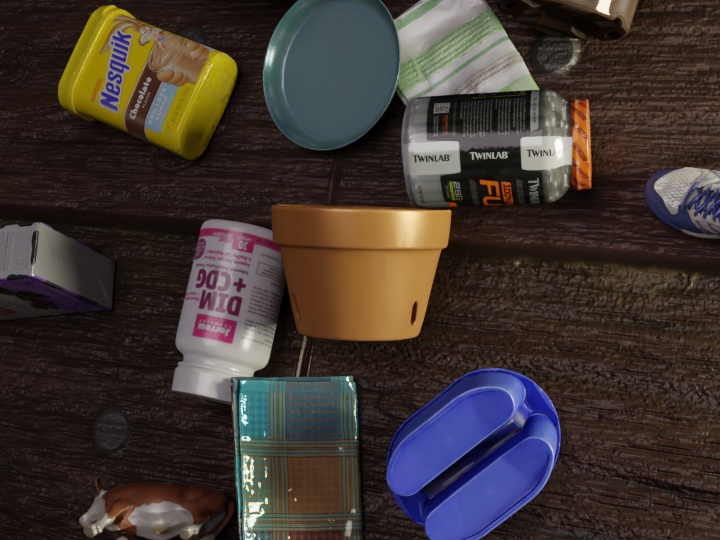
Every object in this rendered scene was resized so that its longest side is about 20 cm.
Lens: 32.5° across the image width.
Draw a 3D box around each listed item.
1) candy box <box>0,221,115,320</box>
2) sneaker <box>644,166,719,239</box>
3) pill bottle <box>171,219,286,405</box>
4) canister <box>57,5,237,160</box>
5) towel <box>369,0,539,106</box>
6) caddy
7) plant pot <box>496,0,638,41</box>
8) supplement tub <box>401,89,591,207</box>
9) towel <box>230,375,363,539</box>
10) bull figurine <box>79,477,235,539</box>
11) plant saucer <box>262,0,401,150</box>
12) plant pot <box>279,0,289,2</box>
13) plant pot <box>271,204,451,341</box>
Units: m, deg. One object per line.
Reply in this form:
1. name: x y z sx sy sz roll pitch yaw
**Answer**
1. candy box: -0.435 0.005 1.537 0.198 0.168 0.072 -5 72 22
2. sneaker: 0.381 -0.065 1.256 0.199 0.088 0.076 23 88 27
3. pill bottle: -0.152 0.051 1.436 0.112 0.113 0.202 7 80 24
4. canister: -0.270 -0.240 1.578 0.198 0.086 0.150 23 87 25
5. towel: 0.109 -0.237 1.448 0.148 0.031 0.201 -34 66 13
6. caddy: 0.117 0.195 1.294 0.199 0.105 0.142 -39 89 9
7. plant pot: 0.241 -0.368 1.346 0.198 0.200 0.201 15 91 25
8. supplement tub: 0.150 -0.133 1.343 0.197 0.123 0.124 -2 75 13
9. towel: -0.068 0.215 1.365 0.145 0.022 0.203 1 75 -17
10. bull figurine: -0.246 0.285 1.421 0.198 0.122 0.066 -6 110 14
11. plant saucer: -0.031 -0.244 1.492 0.198 0.027 0.203 -3 85 32
12. plant pot: -0.139 -0.448 1.526 0.199 0.176 0.201 32 90 25
13. plant pot: 0.000 0.000 1.355 0.198 0.200 0.142 3 95 23
